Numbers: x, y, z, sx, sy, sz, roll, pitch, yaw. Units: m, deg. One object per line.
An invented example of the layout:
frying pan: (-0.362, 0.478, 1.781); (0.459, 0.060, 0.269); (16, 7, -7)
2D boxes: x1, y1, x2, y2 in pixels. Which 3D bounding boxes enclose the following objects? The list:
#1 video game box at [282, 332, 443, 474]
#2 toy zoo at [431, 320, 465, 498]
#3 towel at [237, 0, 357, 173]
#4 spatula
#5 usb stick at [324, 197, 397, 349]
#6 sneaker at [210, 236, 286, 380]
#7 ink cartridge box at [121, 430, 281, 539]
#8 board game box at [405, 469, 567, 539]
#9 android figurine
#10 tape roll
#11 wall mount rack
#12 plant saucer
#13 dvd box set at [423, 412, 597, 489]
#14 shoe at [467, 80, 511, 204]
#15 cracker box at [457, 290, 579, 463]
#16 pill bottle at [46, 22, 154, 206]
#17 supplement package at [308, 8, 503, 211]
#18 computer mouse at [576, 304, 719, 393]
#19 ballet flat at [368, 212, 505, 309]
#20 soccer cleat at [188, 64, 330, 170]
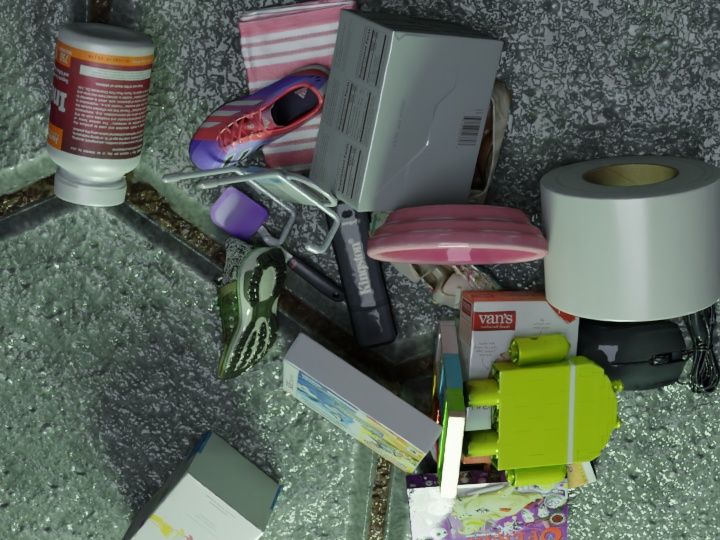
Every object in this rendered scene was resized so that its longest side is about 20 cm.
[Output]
video game box: (-0.003, 0.163, 1.604); (0.200, 0.182, 0.047); (33, 77, 7)
toy zoo: (0.102, 0.153, 1.592); (0.020, 0.200, 0.132); (1, 126, -2)
towel: (-0.058, -0.217, 1.585); (0.146, 0.030, 0.201); (-7, 109, 10)
spatula: (-0.098, -0.025, 1.650); (0.200, 0.021, 0.057); (40, 114, -7)
usb stick: (0.000, 0.000, 1.640); (0.055, 0.033, 0.201); (-10, 105, 11)
sneaker: (-0.151, 0.043, 1.667); (0.089, 0.077, 0.201); (36, 122, 33)
ink cartridge box: (-0.218, 0.335, 1.723); (0.125, 0.129, 0.200); (38, 109, -6)
board game box: (0.160, 0.301, 1.682); (0.199, 0.032, 0.120); (-5, 130, 3)
android figurine: (0.214, 0.164, 1.558); (0.199, 0.041, 0.183); (-6, 104, -13)
tape roll: (0.304, -0.041, 1.500); (0.202, 0.203, 0.140); (-2, 108, 8)
wall mount rack: (-0.121, -0.086, 1.532); (0.174, 0.200, 0.075); (34, 79, -28)
plant saucer: (0.107, -0.039, 1.480); (0.200, 0.201, 0.051); (0, 85, 7)
dvd box set: (0.181, 0.226, 1.689); (0.199, 0.029, 0.147); (-18, 104, 13)
shoe: (0.124, -0.125, 1.573); (0.070, 0.053, 0.201); (18, 111, 2)
cracker box: (0.184, 0.126, 1.594); (0.133, 0.058, 0.201); (-1, 102, -13)
pill bottle: (-0.310, -0.183, 1.579); (0.112, 0.113, 0.201); (11, 108, 4)
supplement package: (0.050, -0.178, 1.501); (0.155, 0.111, 0.201); (-2, 113, -35)
computer mouse: (0.333, 0.097, 1.617); (0.199, 0.053, 0.139); (-5, 107, 9)
ballet flat: (0.086, 0.001, 1.607); (0.200, 0.064, 0.076); (37, 136, -6)
soccer cleat: (-0.120, -0.173, 1.552); (0.200, 0.073, 0.068); (-27, 105, 15)
